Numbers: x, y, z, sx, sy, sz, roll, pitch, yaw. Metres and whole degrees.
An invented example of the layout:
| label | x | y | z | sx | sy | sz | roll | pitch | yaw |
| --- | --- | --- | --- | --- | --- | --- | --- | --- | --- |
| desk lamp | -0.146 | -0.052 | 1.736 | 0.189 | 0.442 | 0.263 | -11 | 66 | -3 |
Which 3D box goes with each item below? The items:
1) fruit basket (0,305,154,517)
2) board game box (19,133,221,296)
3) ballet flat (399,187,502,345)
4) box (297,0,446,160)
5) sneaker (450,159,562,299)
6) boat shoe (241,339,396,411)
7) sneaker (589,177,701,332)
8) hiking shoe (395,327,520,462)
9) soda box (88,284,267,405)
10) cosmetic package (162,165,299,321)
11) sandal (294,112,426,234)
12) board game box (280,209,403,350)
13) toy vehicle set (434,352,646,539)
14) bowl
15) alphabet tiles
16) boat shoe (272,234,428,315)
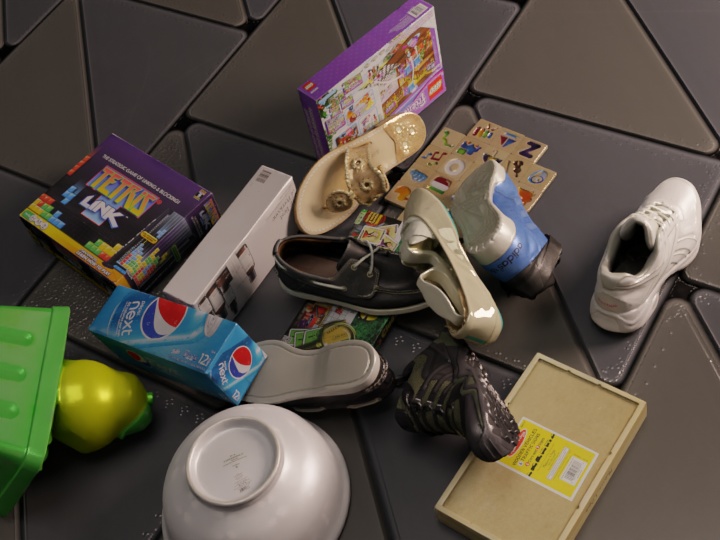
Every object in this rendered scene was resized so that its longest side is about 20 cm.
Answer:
| label | x | y | z | sx | sy | sz | roll | pitch | yaw |
| --- | --- | --- | --- | --- | --- | --- | --- | --- | --- |
| fruit basket | -0.330 | 0.146 | 1.173 | 0.213 | 0.156 | 0.218 | 22 | 45 | -24 |
| board game box | -0.296 | -0.065 | 1.361 | 0.199 | 0.057 | 0.166 | 29 | 65 | 31 |
| ballet flat | 0.078 | -0.007 | 1.131 | 0.069 | 0.070 | 0.201 | -25 | 56 | -7 |
| box | 0.018 | -0.223 | 1.354 | 0.199 | 0.138 | 0.039 | -41 | 54 | -19 |
| sneaker | 0.165 | -0.040 | 1.216 | 0.077 | 0.111 | 0.201 | -42 | 21 | 18 |
| boat shoe | -0.055 | 0.112 | 1.154 | 0.197 | 0.060 | 0.075 | -10 | 56 | 29 |
| sneaker | 0.306 | -0.034 | 1.155 | 0.077 | 0.100 | 0.201 | 19 | 59 | 26 |
| hiking shoe | 0.088 | 0.139 | 1.079 | 0.100 | 0.076 | 0.200 | -37 | 23 | 7 |
| soda box | -0.198 | 0.077 | 1.185 | 0.198 | 0.068 | 0.065 | 14 | 63 | 39 |
| cosmetic package | -0.139 | -0.018 | 1.268 | 0.050 | 0.083 | 0.201 | 21 | 60 | 25 |
| sandal | 0.012 | -0.122 | 1.303 | 0.211 | 0.078 | 0.069 | -42 | 22 | -24 |
| board game box | 0.001 | 0.024 | 1.234 | 0.103 | 0.024 | 0.201 | 18 | 61 | 23 |
| toy vehicle set | 0.176 | 0.184 | 1.064 | 0.123 | 0.027 | 0.201 | 24 | 61 | 29 |
| bowl | -0.114 | 0.206 | 1.078 | 0.197 | 0.091 | 0.203 | -7 | 50 | 9 |
| alphabet tiles | 0.130 | -0.099 | 1.313 | 0.165 | 0.006 | 0.201 | 26 | 62 | 29 |
| boat shoe | 0.000 | 0.000 | 1.196 | 0.196 | 0.068 | 0.073 | 7 | 55 | 13 |
